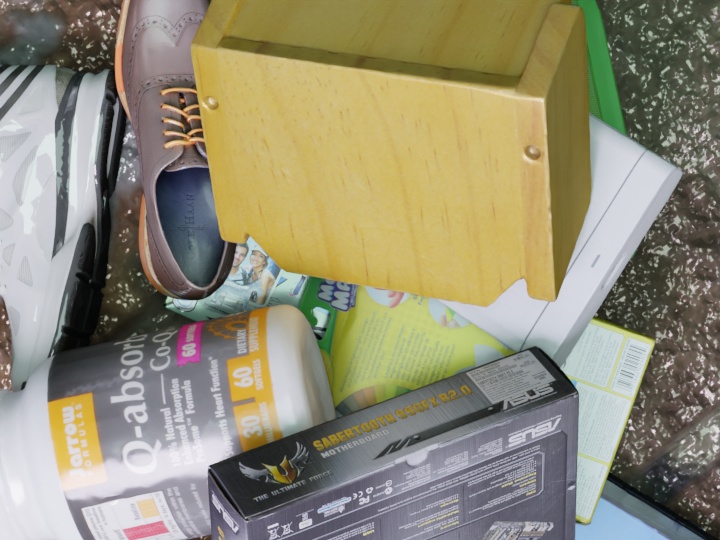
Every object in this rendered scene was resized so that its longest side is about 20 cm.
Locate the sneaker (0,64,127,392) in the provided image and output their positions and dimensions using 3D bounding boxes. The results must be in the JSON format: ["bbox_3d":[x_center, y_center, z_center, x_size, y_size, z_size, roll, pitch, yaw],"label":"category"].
[{"bbox_3d":[-0.208,-0.025,1.369,0.115,0.076,0.201,8,83,6],"label":"sneaker"}]

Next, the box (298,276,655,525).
[{"bbox_3d":[0.056,0.060,1.352,0.200,0.048,0.117,20,91,0],"label":"box"}]

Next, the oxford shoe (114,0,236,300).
[{"bbox_3d":[-0.096,-0.082,1.329,0.071,0.073,0.200,-8,94,-12],"label":"oxford shoe"}]

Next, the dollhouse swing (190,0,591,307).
[{"bbox_3d":[0.038,-0.111,1.286,0.200,0.176,0.182,9,128,21],"label":"dollhouse swing"}]

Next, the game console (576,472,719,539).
[{"bbox_3d":[0.135,0.213,1.358,0.200,0.119,0.172,32,90,-3],"label":"game console"}]

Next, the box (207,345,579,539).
[{"bbox_3d":[0.021,0.142,1.254,0.200,0.048,0.158,-19,132,-20],"label":"box"}]

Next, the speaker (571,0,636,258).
[{"bbox_3d":[0.104,-0.098,1.351,0.088,0.088,0.200,-11,81,-2],"label":"speaker"}]

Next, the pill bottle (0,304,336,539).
[{"bbox_3d":[-0.117,0.094,1.287,0.200,0.116,0.116,-13,92,6],"label":"pill bottle"}]

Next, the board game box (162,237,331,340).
[{"bbox_3d":[0.000,0.000,1.391,0.200,0.029,0.135,23,91,-3],"label":"board game box"}]

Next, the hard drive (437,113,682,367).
[{"bbox_3d":[0.061,-0.051,1.303,0.200,0.027,0.132,34,96,21],"label":"hard drive"}]
